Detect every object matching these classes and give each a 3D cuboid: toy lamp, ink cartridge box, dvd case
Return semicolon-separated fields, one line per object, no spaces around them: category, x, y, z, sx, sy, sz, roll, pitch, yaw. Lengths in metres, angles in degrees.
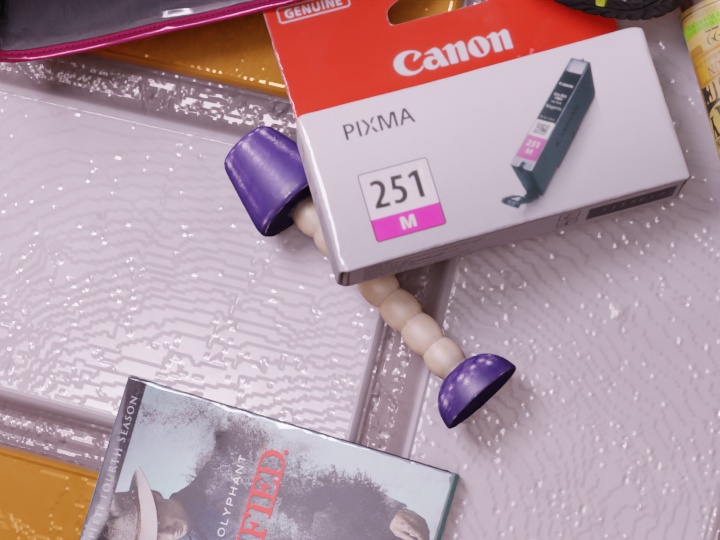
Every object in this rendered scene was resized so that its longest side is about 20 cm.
toy lamp;0.000;0.000;1.196;0.058;0.058;0.200;-43;77;4
ink cartridge box;0.060;-0.100;1.174;0.200;0.044;0.174;-15;78;-5
dvd case;-0.059;0.156;1.209;0.200;0.022;0.146;17;87;13

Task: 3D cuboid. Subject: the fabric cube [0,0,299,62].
fabric cube;-0.149;-0.259;1.161;0.196;0.200;0.200;-11;66;10

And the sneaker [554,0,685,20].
sneaker;0.100;-0.203;1.175;0.200;0.075;0.076;27;64;22

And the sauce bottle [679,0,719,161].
sauce bottle;0.225;-0.072;1.157;0.065;0.065;0.200;-17;80;9
